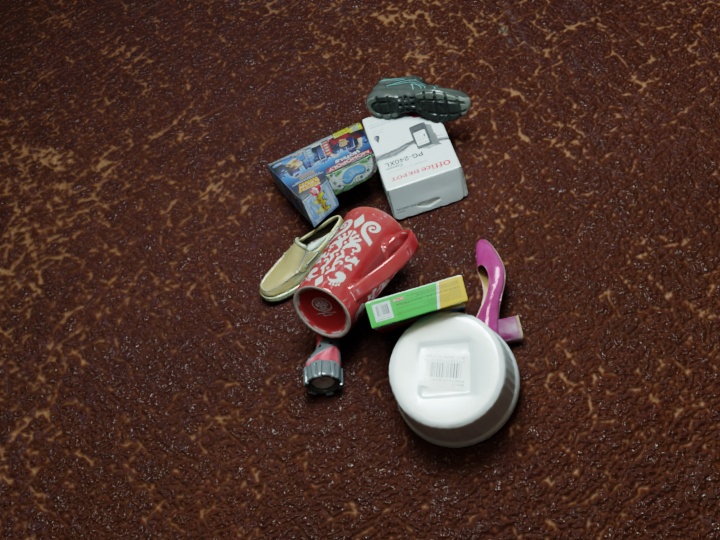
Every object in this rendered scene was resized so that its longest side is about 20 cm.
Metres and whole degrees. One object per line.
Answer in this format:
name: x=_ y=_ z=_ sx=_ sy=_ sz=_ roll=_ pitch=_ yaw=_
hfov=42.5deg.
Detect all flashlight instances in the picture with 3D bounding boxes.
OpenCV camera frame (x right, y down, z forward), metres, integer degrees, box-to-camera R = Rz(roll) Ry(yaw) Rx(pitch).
flashlight: x=-0.066 y=0.110 z=1.552 sx=0.068 sy=0.067 sz=0.202 roll=-43 pitch=39 yaw=36

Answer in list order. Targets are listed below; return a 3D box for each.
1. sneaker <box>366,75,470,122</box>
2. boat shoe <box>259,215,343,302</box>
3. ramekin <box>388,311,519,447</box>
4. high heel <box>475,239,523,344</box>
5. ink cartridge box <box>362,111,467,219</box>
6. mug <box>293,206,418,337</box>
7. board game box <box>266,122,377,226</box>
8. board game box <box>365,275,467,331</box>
sneaker: x=0.110 y=-0.326 z=1.705 sx=0.198 sy=0.076 sz=0.080 roll=8 pitch=53 yaw=21
boat shoe: x=-0.106 y=-0.029 z=1.651 sx=0.200 sy=0.076 sz=0.071 roll=-42 pitch=56 yaw=-16
ramekin: x=0.138 y=0.160 z=1.407 sx=0.198 sy=0.098 sz=0.203 roll=-6 pitch=68 yaw=14
high heel: x=0.196 y=0.041 z=1.527 sx=0.095 sy=0.068 sz=0.202 roll=-10 pitch=65 yaw=-5
ink cartridge box: x=0.099 y=-0.210 z=1.721 sx=0.144 sy=0.084 sz=0.201 roll=-18 pitch=51 yaw=1
mug: x=-0.010 y=-0.006 z=1.519 sx=0.133 sy=0.178 sz=0.200 roll=37 pitch=49 yaw=1
board game box: x=-0.063 y=-0.170 z=1.705 sx=0.198 sy=0.062 sz=0.201 roll=-24 pitch=34 yaw=3
board game box: x=0.091 y=0.056 z=1.465 sx=0.151 sy=0.200 sz=0.041 roll=-16 pitch=83 yaw=4
